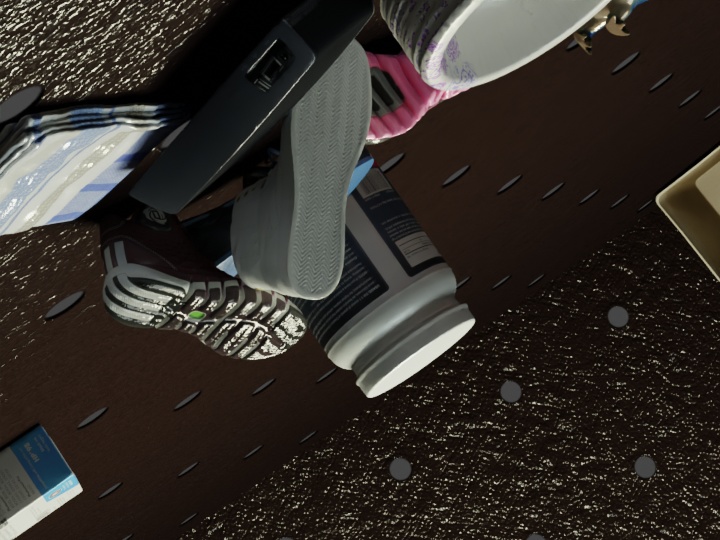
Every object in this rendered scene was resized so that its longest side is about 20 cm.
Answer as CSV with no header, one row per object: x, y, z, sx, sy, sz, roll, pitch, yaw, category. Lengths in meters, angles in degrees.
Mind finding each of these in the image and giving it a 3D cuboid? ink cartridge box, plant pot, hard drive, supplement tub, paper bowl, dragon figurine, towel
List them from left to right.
-0.391,0.251,2.098,0.199,0.067,0.116,-34,170,-11,ink cartridge box
-0.211,-0.063,1.376,0.147,0.024,0.200,-40,170,26,towel
-0.073,-0.124,1.434,0.200,0.042,0.135,-44,-179,37,hard drive
0.000,0.000,1.865,0.140,0.201,0.140,-34,170,-7,supplement tub
0.101,-0.225,1.412,0.200,0.105,0.201,-32,165,-10,paper bowl
0.211,-0.235,1.667,0.099,0.059,0.200,-44,-170,-23,dragon figurine
0.676,-0.131,3.626,0.200,0.200,0.177,-39,-179,23,plant pot

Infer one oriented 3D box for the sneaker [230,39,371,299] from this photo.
-0.055,-0.081,1.560,0.073,0.202,0.115,13,175,-31,sneaker

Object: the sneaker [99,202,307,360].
-0.128,-0.004,1.618,0.076,0.116,0.199,-39,142,27,sneaker

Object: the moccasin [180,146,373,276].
-0.078,-0.063,1.709,0.199,0.068,0.081,-32,162,-26,moccasin

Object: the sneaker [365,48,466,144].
0.017,-0.143,1.664,0.199,0.080,0.095,-26,178,-40,sneaker
